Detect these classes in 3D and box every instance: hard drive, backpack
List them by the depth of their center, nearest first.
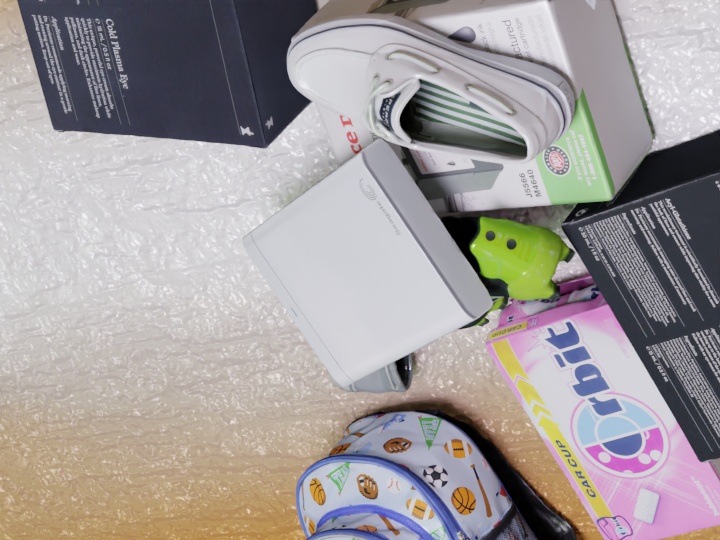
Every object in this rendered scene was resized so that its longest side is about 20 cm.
[{"bbox_3d":[0.000,0.000,1.471,0.132,0.027,0.200,56,149,-2],"label":"hard drive"},{"bbox_3d":[0.038,0.207,1.648,0.200,0.154,0.191,-19,101,42],"label":"backpack"}]

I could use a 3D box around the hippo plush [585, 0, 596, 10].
[{"bbox_3d":[0.119,-0.277,1.233,0.200,0.159,0.161,51,123,15],"label":"hippo plush"}]

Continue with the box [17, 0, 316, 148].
[{"bbox_3d":[-0.136,-0.199,1.481,0.181,0.104,0.201,8,126,28],"label":"box"}]

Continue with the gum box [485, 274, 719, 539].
[{"bbox_3d":[0.186,0.092,1.522,0.113,0.066,0.200,-20,110,38],"label":"gum box"}]

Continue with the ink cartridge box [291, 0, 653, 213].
[{"bbox_3d":[0.074,-0.119,1.425,0.199,0.084,0.146,-5,119,34],"label":"ink cartridge box"}]

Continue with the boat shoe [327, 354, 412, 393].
[{"bbox_3d":[0.013,0.008,1.574,0.071,0.070,0.201,8,130,12],"label":"boat shoe"}]

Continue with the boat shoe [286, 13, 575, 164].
[{"bbox_3d":[0.033,-0.113,1.350,0.199,0.067,0.074,10,125,26],"label":"boat shoe"}]

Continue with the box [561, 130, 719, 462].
[{"bbox_3d":[0.248,0.015,1.422,0.141,0.079,0.200,-17,111,41],"label":"box"}]

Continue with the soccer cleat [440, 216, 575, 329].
[{"bbox_3d":[0.077,-0.005,1.477,0.081,0.068,0.200,24,165,-13],"label":"soccer cleat"}]
